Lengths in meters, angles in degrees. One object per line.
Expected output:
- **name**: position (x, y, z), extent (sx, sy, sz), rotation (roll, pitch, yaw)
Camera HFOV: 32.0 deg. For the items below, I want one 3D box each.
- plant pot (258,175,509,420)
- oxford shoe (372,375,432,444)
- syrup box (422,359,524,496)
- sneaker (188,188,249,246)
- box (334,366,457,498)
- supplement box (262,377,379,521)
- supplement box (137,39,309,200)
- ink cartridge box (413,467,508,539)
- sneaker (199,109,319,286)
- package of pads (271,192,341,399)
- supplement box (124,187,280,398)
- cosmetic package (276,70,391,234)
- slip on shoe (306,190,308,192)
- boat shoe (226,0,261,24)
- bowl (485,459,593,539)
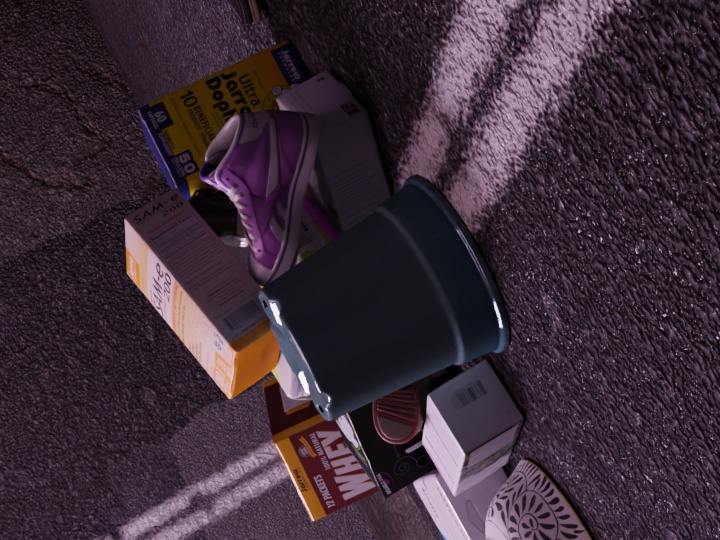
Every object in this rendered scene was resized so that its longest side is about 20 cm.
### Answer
- **plant pot**: position (0.016, 0.040, 1.257), extent (0.201, 0.195, 0.201), rotation (57, 168, 19)
- **oxford shoe**: position (0.051, 0.093, 1.428), extent (0.075, 0.070, 0.202), rotation (6, -88, -73)
- **syrup box**: position (0.123, 0.181, 1.415), extent (0.082, 0.078, 0.200), rotation (58, 169, 19)
- **sneaker**: position (-0.167, -0.066, 1.475), extent (0.200, 0.090, 0.067), rotation (165, 109, -83)
- **box**: position (0.036, 0.145, 1.548), extent (0.124, 0.148, 0.201), rotation (45, 161, 54)
- **supplement box**: position (-0.017, 0.212, 1.759), extent (0.200, 0.196, 0.134), rotation (-114, 0, -69)
- **supplement box**: position (-0.150, -0.169, 1.499), extent (0.109, 0.199, 0.110), rotation (61, 170, 12)
- **ink cartridge box**: position (0.148, 0.309, 1.607), extent (0.145, 0.084, 0.200), rotation (60, 171, 7)
- **sneaker**: position (-0.119, -0.074, 1.300), extent (0.073, 0.113, 0.202), rotation (49, 134, 51)
- **package of pads**: position (-0.070, 0.027, 1.423), extent (0.155, 0.068, 0.202), rotation (-128, 38, -52)
- **supplement box**: position (-0.174, 0.026, 1.379), extent (0.200, 0.073, 0.126), rotation (48, 155, 17)
- **cosmetic package**: position (-0.020, -0.108, 1.393), extent (0.102, 0.074, 0.201), rotation (50, 165, 47)
- **slip on shoe**: position (-0.030, -0.035, 1.627), extent (0.200, 0.061, 0.074), rotation (50, -159, -32)
- **boat shoe**: position (-0.188, -0.373, 1.541), extent (0.201, 0.064, 0.072), rotation (58, 167, 19)
- **bowl**: position (0.193, 0.321, 1.395), extent (0.202, 0.094, 0.201), rotation (59, 170, 17)
